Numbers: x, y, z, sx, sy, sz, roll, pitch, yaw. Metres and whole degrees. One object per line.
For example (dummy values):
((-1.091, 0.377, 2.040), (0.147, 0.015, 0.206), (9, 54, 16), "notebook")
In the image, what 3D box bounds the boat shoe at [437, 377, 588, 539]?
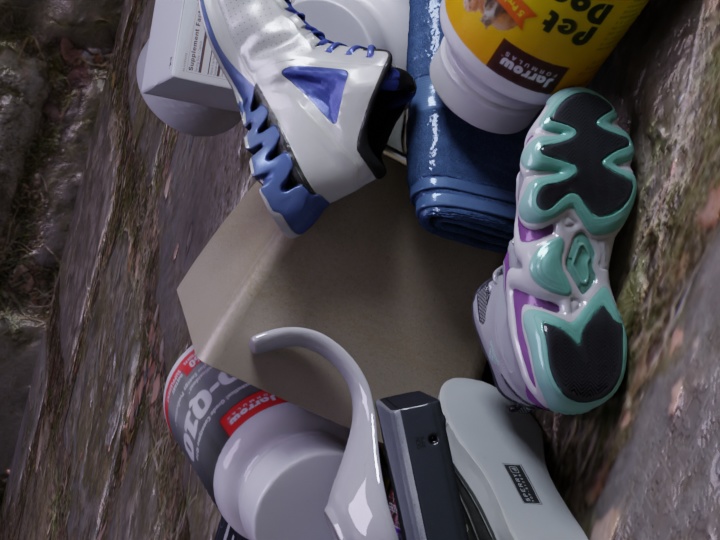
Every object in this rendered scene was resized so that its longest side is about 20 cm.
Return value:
((0.085, 0.145, 1.036), (0.200, 0.070, 0.064), (-110, 35, -55), "boat shoe")

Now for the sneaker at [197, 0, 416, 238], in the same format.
((-0.028, -0.130, 1.079), (0.081, 0.115, 0.200), (42, -153, -71), "sneaker")

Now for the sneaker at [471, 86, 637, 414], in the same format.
((0.109, -0.007, 1.031), (0.140, 0.077, 0.201), (155, 124, -68), "sneaker")

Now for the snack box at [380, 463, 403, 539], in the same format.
((0.029, 0.233, 1.169), (0.200, 0.067, 0.170), (-174, 94, -73), "snack box")

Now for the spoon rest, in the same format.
((-0.006, 0.124, 1.060), (0.099, 0.060, 0.201), (133, 112, -81), "spoon rest")

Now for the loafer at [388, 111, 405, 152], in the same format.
((-0.001, -0.095, 1.433), (0.075, 0.069, 0.201), (126, 149, -54), "loafer")

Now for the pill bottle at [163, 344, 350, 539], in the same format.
((-0.067, 0.131, 1.208), (0.200, 0.113, 0.114), (43, 122, 59), "pill bottle")

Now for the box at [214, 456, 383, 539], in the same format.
((-0.058, 0.231, 1.376), (0.122, 0.106, 0.201), (-118, 42, -62), "box")

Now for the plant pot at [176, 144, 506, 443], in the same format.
((0.000, 0.000, 1.188), (0.178, 0.199, 0.200), (-63, 16, 8), "plant pot")

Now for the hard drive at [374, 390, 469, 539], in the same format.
((0.048, 0.177, 0.998), (0.140, 0.033, 0.201), (150, 109, -86), "hard drive")

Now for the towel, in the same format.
((0.079, -0.113, 1.118), (0.048, 0.111, 0.201), (-30, 53, 54), "towel")

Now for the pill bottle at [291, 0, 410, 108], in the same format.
((0.015, -0.172, 1.206), (0.200, 0.113, 0.113), (-33, -35, -60), "pill bottle")

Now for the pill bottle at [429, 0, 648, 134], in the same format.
((0.120, -0.179, 1.008), (0.200, 0.109, 0.110), (124, 151, -41), "pill bottle")

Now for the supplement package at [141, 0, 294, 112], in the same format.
((-0.089, -0.230, 1.564), (0.152, 0.199, 0.151), (-179, 98, -72), "supplement package")

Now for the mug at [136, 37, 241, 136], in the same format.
((-0.153, -0.278, 1.926), (0.200, 0.147, 0.175), (-55, 8, -34), "mug")
